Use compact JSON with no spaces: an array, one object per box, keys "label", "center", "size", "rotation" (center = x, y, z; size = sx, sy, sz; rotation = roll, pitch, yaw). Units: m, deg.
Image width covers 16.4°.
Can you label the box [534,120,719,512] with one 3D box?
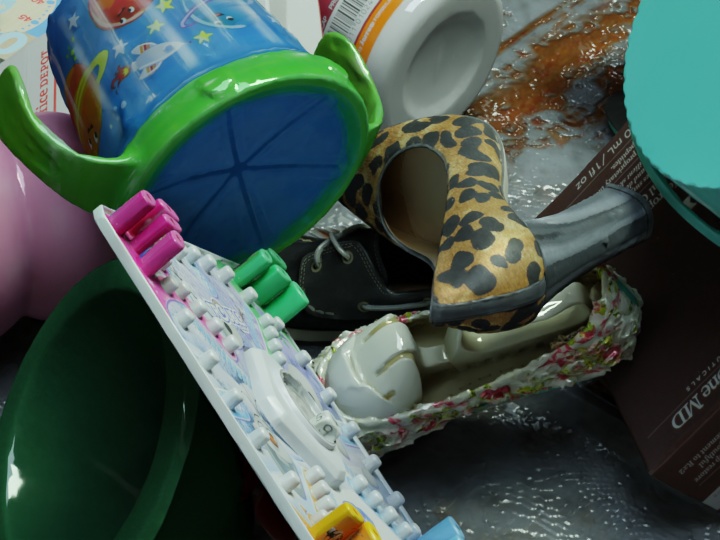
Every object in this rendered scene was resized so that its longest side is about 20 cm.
[{"label":"box","center":[0.168,0.017,1.270],"size":[0.075,0.100,0.200],"rotation":[26,26,-36]}]

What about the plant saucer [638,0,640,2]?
[{"label":"plant saucer","center":[0.252,-0.130,1.448],"size":[0.199,0.037,0.200],"rotation":[13,27,-46]}]

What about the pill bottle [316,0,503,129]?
[{"label":"pill bottle","center":[-0.022,-0.165,1.467],"size":[0.113,0.113,0.200],"rotation":[-30,52,-36]}]

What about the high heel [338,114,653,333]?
[{"label":"high heel","center":[0.022,-0.021,1.196],"size":[0.199,0.072,0.142],"rotation":[13,27,39]}]

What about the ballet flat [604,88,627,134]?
[{"label":"ballet flat","center":[0.227,-0.075,1.426],"size":[0.200,0.069,0.068],"rotation":[33,48,29]}]

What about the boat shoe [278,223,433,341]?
[{"label":"boat shoe","center":[0.000,0.000,1.309],"size":[0.199,0.068,0.072],"rotation":[12,40,12]}]

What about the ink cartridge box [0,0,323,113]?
[{"label":"ink cartridge box","center":[-0.119,-0.097,1.366],"size":[0.199,0.068,0.117],"rotation":[-27,37,16]}]

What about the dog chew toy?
[{"label":"dog chew toy","center":[-0.169,-0.026,1.271],"size":[0.199,0.125,0.125],"rotation":[-9,42,-19]}]

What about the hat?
[{"label":"hat","center":[-0.061,0.112,1.176],"size":[0.175,0.165,0.201],"rotation":[22,53,-34]}]

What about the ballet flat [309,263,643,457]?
[{"label":"ballet flat","center":[0.042,0.038,1.221],"size":[0.199,0.064,0.076],"rotation":[-21,59,-1]}]

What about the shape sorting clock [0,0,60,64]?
[{"label":"shape sorting clock","center":[-0.235,-0.166,1.498],"size":[0.199,0.039,0.201],"rotation":[4,40,-3]}]

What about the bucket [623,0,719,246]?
[{"label":"bucket","center":[0.231,-0.092,1.178],"size":[0.134,0.207,0.208],"rotation":[29,25,-36]}]

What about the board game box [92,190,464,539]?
[{"label":"board game box","center":[-0.024,0.061,1.102],"size":[0.026,0.200,0.200],"rotation":[-36,75,9]}]

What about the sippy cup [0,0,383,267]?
[{"label":"sippy cup","center":[-0.084,-0.086,1.208],"size":[0.140,0.178,0.131],"rotation":[-41,58,10]}]
